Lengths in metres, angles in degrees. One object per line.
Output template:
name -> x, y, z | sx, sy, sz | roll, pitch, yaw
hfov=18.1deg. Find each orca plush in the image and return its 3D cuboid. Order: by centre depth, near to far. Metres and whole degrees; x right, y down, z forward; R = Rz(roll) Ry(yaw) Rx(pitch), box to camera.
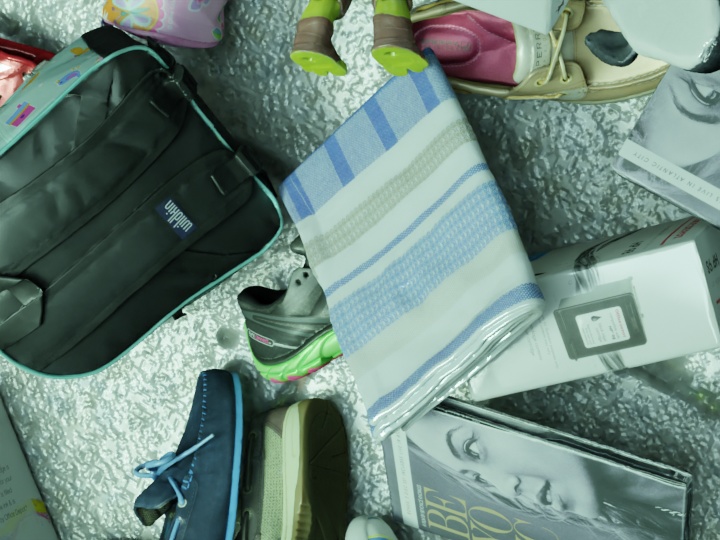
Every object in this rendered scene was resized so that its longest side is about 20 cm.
orca plush -> 0.172, -0.169, 1.322 | 0.200, 0.071, 0.105 | 31, 106, 51

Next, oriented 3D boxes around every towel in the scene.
towel -> 0.026, -0.016, 1.352 | 0.147, 0.024, 0.200 | -41, 54, 30

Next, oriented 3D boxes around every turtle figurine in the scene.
turtle figurine -> 0.014, -0.201, 1.369 | 0.199, 0.064, 0.162 | 3, 72, 3

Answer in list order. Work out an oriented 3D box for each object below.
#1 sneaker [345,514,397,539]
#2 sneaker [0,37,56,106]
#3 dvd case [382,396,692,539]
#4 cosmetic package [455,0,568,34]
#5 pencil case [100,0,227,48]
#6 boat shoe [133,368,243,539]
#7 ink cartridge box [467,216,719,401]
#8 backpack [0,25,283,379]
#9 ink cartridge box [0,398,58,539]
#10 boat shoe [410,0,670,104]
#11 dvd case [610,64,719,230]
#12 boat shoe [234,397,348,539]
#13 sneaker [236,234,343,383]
sneaker -> 0.068, 0.238, 1.465 | 0.105, 0.076, 0.200 | -25, 89, 5
sneaker -> -0.230, -0.076, 1.523 | 0.116, 0.078, 0.200 | -42, 83, 23
dvd case -> 0.107, 0.141, 1.398 | 0.200, 0.016, 0.149 | 17, 146, 19
cosmetic package -> 0.034, -0.224, 1.278 | 0.200, 0.113, 0.081 | 22, 64, 15
pencil case -> -0.111, -0.241, 1.446 | 0.087, 0.087, 0.201 | 15, 105, 19
boat shoe -> -0.116, 0.155, 1.469 | 0.068, 0.084, 0.200 | 8, 62, -6
ink cartridge box -> 0.165, 0.015, 1.354 | 0.200, 0.116, 0.067 | -14, 96, 23
backpack -> -0.178, -0.037, 1.429 | 0.200, 0.153, 0.176 | -44, 117, -12
ink cartridge box -> -0.279, 0.190, 1.546 | 0.085, 0.148, 0.200 | -25, 88, 22
boat shoe -> 0.107, -0.134, 1.380 | 0.199, 0.069, 0.074 | -1, 98, 22
dvd case -> 0.259, -0.109, 1.313 | 0.148, 0.016, 0.200 | 30, 87, 15
boat shoe -> -0.050, 0.184, 1.474 | 0.066, 0.072, 0.201 | -10, 68, 36
sneaker -> 0.000, 0.000, 1.442 | 0.200, 0.077, 0.084 | -31, 90, 22
